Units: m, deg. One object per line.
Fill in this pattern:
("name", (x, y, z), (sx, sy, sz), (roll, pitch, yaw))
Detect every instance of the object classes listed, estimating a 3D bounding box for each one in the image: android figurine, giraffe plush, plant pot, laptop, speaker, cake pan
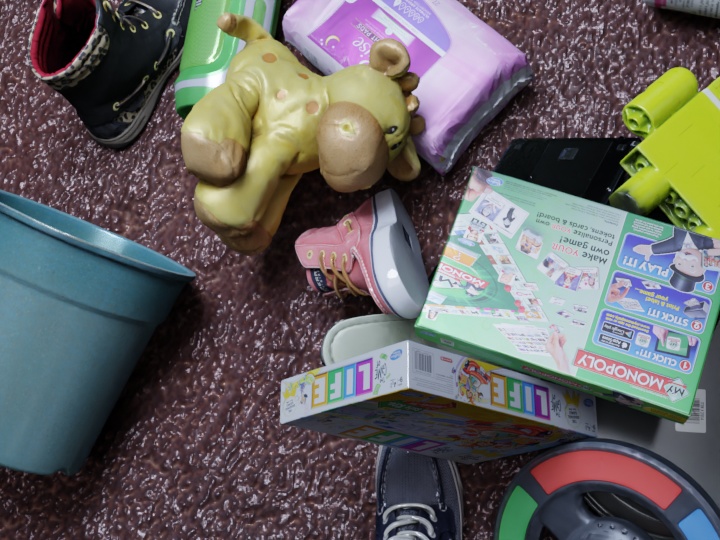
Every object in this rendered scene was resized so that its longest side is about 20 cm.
("android figurine", (0.291, -0.080, 0.911), (0.200, 0.041, 0.182), (-36, 83, -23))
("giraffe plush", (-0.034, -0.113, 0.938), (0.162, 0.173, 0.200), (7, 72, 14))
("plant pot", (-0.269, 0.055, 0.975), (0.200, 0.200, 0.196), (23, 90, 17))
("laptop", (0.186, -0.012, 0.933), (0.200, 0.103, 0.177), (5, 51, 42))
("speaker", (-0.116, -0.233, 1.056), (0.088, 0.088, 0.200), (5, 78, 14))
("cake pan", (0.251, 0.113, 0.901), (0.200, 0.037, 0.201), (-1, 75, 5))

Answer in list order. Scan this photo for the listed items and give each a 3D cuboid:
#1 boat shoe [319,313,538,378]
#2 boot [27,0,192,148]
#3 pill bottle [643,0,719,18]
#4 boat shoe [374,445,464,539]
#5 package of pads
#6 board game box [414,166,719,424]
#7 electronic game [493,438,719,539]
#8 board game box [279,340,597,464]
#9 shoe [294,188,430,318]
("boat shoe", (0.067, 0.062, 0.950), (0.201, 0.061, 0.072), (0, 82, -7))
("boot", (-0.219, -0.224, 1.043), (0.073, 0.151, 0.200), (23, 83, 17))
("pill bottle", (0.341, -0.257, 0.941), (0.200, 0.113, 0.114), (14, 80, 15))
("boat shoe", (0.044, 0.212, 0.907), (0.075, 0.093, 0.200), (-10, 75, 10))
("package of pads", (0.040, -0.191, 1.015), (0.200, 0.076, 0.121), (43, 87, 19))
("board game box", (0.155, 0.015, 0.834), (0.200, 0.029, 0.135), (18, 73, 11))
("electronic game", (0.187, 0.223, 0.857), (0.200, 0.042, 0.200), (8, 104, 36))
("board game box", (0.060, 0.102, 0.852), (0.134, 0.200, 0.034), (-22, 60, 44))
("shoe", (0.000, 0.000, 0.931), (0.091, 0.200, 0.072), (-27, 110, 10))
